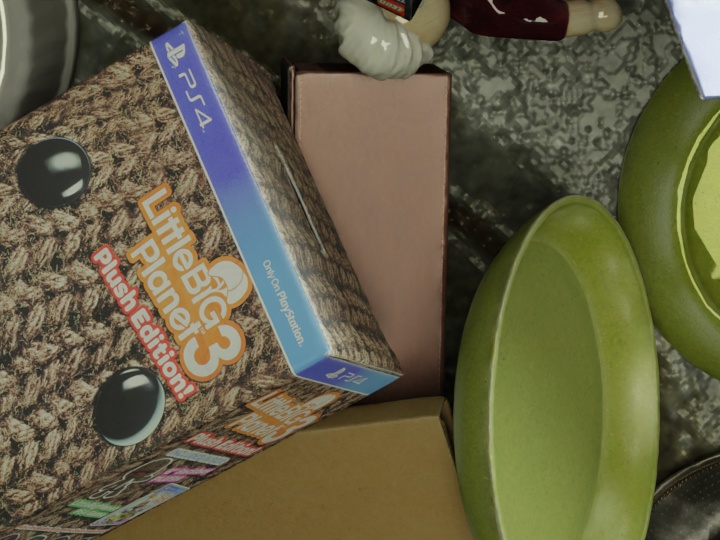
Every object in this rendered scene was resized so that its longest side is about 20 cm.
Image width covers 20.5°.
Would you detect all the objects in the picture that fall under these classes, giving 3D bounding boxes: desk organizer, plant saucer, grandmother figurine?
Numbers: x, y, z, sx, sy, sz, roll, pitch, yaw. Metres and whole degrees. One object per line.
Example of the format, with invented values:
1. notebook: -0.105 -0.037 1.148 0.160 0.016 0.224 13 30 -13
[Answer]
1. desk organizer: 0.000 0.000 0.959 0.076 0.072 0.202 0 99 -5
2. plant saucer: 0.090 0.067 0.920 0.031 0.200 0.202 -1 101 28
3. grandmother figurine: 0.069 -0.153 0.913 0.199 0.061 0.121 -35 61 -17
4. plant saucer: 0.228 -0.030 0.985 0.198 0.031 0.202 -1 99 -3

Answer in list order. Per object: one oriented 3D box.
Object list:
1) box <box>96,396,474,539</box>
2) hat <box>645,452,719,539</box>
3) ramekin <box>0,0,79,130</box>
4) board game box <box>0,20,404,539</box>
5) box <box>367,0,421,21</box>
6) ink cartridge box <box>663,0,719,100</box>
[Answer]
1. box: -0.034 0.137 0.945 0.199 0.021 0.164 -8 122 18
2. hat: 0.220 0.187 0.993 0.199 0.081 0.202 -1 100 -3
3. ramekin: -0.234 -0.110 0.919 0.201 0.094 0.204 0 99 -2
4. board game box: -0.110 0.016 0.873 0.199 0.097 0.160 -29 74 13
5. box: 0.006 -0.223 0.841 0.136 0.040 0.201 27 78 6
6. ink cartridge box: 0.191 -0.175 0.809 0.196 0.047 0.201 -9 67 -26
